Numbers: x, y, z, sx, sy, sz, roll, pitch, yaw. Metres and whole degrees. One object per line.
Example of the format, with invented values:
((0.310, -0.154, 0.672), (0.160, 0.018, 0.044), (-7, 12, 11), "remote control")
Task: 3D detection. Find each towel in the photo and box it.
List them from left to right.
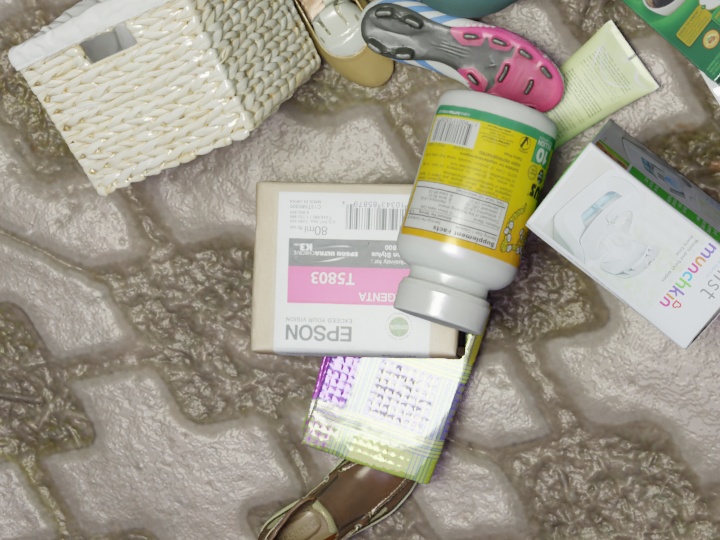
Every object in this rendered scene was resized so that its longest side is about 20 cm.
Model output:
((0.035, 0.094, 1.677), (0.144, 0.023, 0.200), (18, 91, 8), "towel")

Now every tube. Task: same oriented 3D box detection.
((0.175, -0.142, 1.610), (0.200, 0.052, 0.058), (-37, 132, 14), "tube")

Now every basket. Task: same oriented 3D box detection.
((-0.172, -0.197, 1.583), (0.198, 0.200, 0.161), (-19, 108, 27), "basket")

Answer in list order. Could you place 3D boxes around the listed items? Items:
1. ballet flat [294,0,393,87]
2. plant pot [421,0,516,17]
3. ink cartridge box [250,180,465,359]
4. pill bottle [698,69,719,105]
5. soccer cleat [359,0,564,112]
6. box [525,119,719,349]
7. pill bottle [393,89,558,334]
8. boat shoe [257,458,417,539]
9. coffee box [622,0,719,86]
((-0.039, -0.257, 1.626), (0.069, 0.063, 0.200), (-33, 92, 15), "ballet flat")
((0.097, -0.306, 1.536), (0.200, 0.200, 0.135), (15, 139, 10), "plant pot")
((0.000, 0.000, 1.637), (0.200, 0.075, 0.165), (1, 86, 8), "ink cartridge box")
((0.399, -0.205, 1.507), (0.200, 0.113, 0.113), (-31, 93, 16), "pill bottle")
((0.098, -0.208, 1.593), (0.200, 0.086, 0.070), (22, 116, 3), "soccer cleat")
((0.252, -0.035, 1.530), (0.176, 0.200, 0.097), (38, 106, 5), "box")
((0.097, -0.050, 1.536), (0.113, 0.113, 0.200), (16, 86, 10), "pill bottle")
((-0.020, 0.237, 1.712), (0.202, 0.075, 0.075), (-41, 90, 17), "boat shoe")
((0.297, -0.255, 1.500), (0.123, 0.044, 0.200), (-54, 47, 16), "coffee box")
